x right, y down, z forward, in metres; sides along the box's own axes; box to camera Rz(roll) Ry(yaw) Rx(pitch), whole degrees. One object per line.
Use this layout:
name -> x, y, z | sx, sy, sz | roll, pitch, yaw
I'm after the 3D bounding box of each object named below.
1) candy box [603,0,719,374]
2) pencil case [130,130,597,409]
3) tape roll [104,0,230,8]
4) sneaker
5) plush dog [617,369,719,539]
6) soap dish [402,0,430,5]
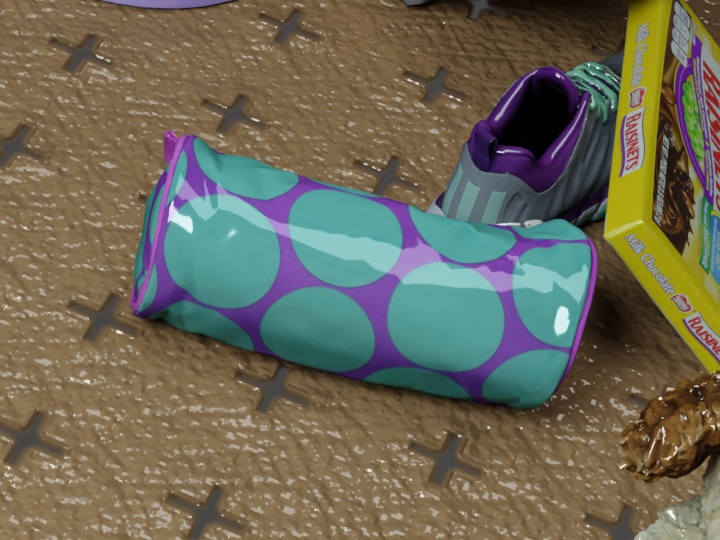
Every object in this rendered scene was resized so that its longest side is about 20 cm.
candy box -> 0.161, -0.049, 1.210 | 0.102, 0.026, 0.201 | 51, 31, -29
pencil case -> 0.000, 0.000, 1.102 | 0.199, 0.085, 0.093 | 14, 57, -4
tape roll -> -0.117, -0.234, 1.316 | 0.198, 0.085, 0.201 | 10, 43, -9
sneaker -> 0.110, -0.072, 1.213 | 0.074, 0.088, 0.200 | 32, 44, 17
plush dog -> 0.174, 0.123, 0.960 | 0.199, 0.172, 0.161 | 28, 42, 13
soap dish -> 0.111, -0.193, 1.291 | 0.157, 0.082, 0.199 | -22, 17, -37
